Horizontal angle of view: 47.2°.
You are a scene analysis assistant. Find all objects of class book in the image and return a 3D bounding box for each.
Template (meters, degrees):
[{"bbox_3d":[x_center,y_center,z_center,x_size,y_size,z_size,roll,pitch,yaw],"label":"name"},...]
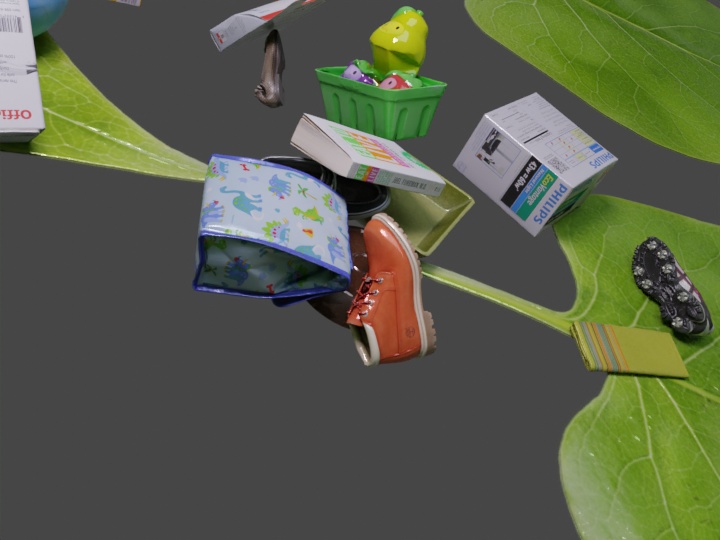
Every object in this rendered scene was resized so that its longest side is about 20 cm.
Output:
[{"bbox_3d":[0.015,-0.160,1.204,0.200,0.048,0.134,6,29,-47],"label":"book"}]

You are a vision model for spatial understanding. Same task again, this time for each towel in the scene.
[{"bbox_3d":[0.422,0.127,1.293,0.200,0.018,0.086,8,51,-24],"label":"towel"}]

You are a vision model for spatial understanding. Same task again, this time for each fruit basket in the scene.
[{"bbox_3d":[0.040,-0.331,1.359,0.155,0.216,0.216,-15,57,-38],"label":"fruit basket"}]

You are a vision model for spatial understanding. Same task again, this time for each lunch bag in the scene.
[{"bbox_3d":[-0.112,-0.050,1.087,0.200,0.127,0.170,6,45,-11],"label":"lunch bag"}]

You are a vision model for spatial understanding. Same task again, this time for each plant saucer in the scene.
[{"bbox_3d":[0.000,0.000,1.168,0.200,0.037,0.200,16,42,-16],"label":"plant saucer"},{"bbox_3d":[0.056,-0.109,1.297,0.200,0.048,0.200,36,41,8],"label":"plant saucer"}]

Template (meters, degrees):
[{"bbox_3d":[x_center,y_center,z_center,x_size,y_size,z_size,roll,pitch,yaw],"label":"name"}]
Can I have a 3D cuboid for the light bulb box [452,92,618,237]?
[{"bbox_3d":[0.311,-0.193,1.465,0.200,0.125,0.198,44,43,15],"label":"light bulb box"}]

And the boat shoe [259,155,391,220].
[{"bbox_3d":[-0.054,-0.120,1.180,0.200,0.071,0.072,7,74,-1],"label":"boat shoe"}]

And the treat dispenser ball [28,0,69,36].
[{"bbox_3d":[-0.518,-0.432,1.181,0.201,0.201,0.201,16,43,-15],"label":"treat dispenser ball"}]

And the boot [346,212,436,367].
[{"bbox_3d":[0.025,0.027,1.077,0.107,0.075,0.200,-14,90,-25],"label":"boot"}]

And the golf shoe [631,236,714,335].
[{"bbox_3d":[0.537,0.032,1.424,0.088,0.077,0.200,22,40,-40],"label":"golf shoe"}]

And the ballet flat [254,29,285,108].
[{"bbox_3d":[-0.156,-0.347,1.416,0.046,0.067,0.200,-9,49,6],"label":"ballet flat"}]

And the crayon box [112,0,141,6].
[{"bbox_3d":[-0.455,-0.524,1.371,0.200,0.119,0.058,5,47,-26],"label":"crayon box"}]

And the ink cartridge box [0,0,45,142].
[{"bbox_3d":[-0.495,-0.264,1.046,0.144,0.084,0.200,-7,89,-34],"label":"ink cartridge box"}]

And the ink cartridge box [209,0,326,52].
[{"bbox_3d":[-0.143,-0.452,1.423,0.162,0.200,0.050,-38,103,-47],"label":"ink cartridge box"}]
